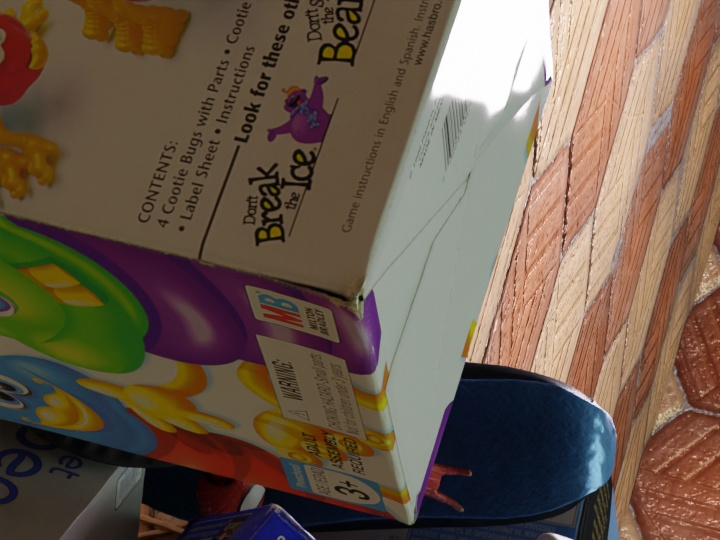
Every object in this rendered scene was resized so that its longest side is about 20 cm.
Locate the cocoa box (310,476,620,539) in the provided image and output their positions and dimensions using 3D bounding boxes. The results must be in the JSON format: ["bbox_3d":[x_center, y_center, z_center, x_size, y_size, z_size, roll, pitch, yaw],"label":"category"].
[{"bbox_3d":[0.031,0.148,0.929,0.200,0.133,0.131,73,28,-59],"label":"cocoa box"}]

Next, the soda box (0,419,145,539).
[{"bbox_3d":[-0.130,0.108,0.652,0.200,0.068,0.063,-53,156,-59],"label":"soda box"}]

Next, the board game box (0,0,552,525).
[{"bbox_3d":[-0.075,-0.039,0.429,0.103,0.200,0.105,78,29,-63],"label":"board game box"}]

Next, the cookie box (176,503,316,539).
[{"bbox_3d":[-0.076,0.169,0.678,0.200,0.075,0.171,-49,-176,-13],"label":"cookie box"}]

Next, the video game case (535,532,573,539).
[{"bbox_3d":[0.043,0.170,0.761,0.182,0.022,0.200,-50,152,7],"label":"video game case"}]

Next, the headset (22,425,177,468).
[{"bbox_3d":[-0.071,-0.032,0.652,0.094,0.123,0.200,-117,-175,-70],"label":"headset"}]

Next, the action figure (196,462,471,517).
[{"bbox_3d":[0.000,0.000,0.749,0.065,0.099,0.200,-109,-146,-64],"label":"action figure"}]

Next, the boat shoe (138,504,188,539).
[{"bbox_3d":[-0.071,0.122,0.938,0.200,0.074,0.069,-34,124,-72],"label":"boat shoe"}]

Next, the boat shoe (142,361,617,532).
[{"bbox_3d":[-0.009,0.065,0.825,0.069,0.200,0.084,13,88,-77],"label":"boat shoe"}]
